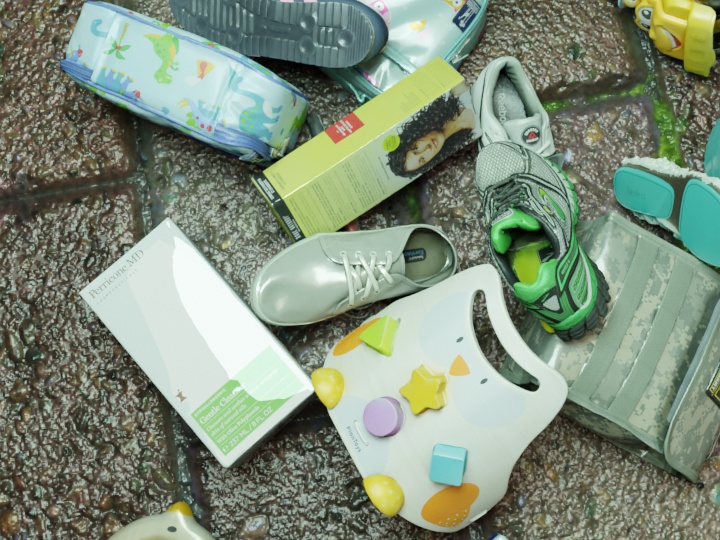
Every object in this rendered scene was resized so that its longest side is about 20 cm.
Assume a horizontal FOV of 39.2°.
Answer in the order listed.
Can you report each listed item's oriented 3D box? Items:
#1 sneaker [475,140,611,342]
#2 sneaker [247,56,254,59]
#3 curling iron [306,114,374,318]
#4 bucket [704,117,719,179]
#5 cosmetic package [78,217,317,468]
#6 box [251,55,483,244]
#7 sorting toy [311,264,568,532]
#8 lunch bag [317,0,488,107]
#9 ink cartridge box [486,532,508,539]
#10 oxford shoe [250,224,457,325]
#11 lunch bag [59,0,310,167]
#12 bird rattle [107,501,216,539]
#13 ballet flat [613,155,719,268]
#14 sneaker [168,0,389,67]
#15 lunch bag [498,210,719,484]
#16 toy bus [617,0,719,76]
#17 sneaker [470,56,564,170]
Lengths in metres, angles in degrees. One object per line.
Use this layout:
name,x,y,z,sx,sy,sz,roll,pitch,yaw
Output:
sneaker,0.137,-0.041,0.818,0.078,0.085,0.200,-37,44,19
sneaker,-0.129,-0.299,0.959,0.078,0.090,0.200,-8,78,1
curling iron,-0.024,-0.053,0.940,0.050,0.026,0.200,-9,79,-9
bucket,0.412,-0.106,0.888,0.207,0.135,0.207,0,80,1
cosmetic package,-0.138,0.065,0.892,0.108,0.085,0.200,-42,83,-5
box,0.008,-0.102,0.894,0.200,0.075,0.050,-34,48,-3
sorting toy,0.071,0.092,0.823,0.180,0.107,0.200,-40,69,27
lunch bag,0.014,-0.245,0.952,0.200,0.077,0.160,37,82,7
ink cartridge box,0.112,0.363,0.853,0.200,0.041,0.200,-40,81,-6
oxford shoe,0.000,0.000,0.882,0.200,0.058,0.075,-14,101,-22
lunch bag,-0.149,-0.161,0.899,0.200,0.161,0.083,23,94,5
bird rattle,-0.166,0.294,0.863,0.200,0.113,0.163,-37,69,7
ballet flat,0.293,-0.058,0.866,0.072,0.200,0.072,-7,116,-16
sneaker,-0.069,-0.220,0.886,0.200,0.082,0.070,20,112,17
lunch bag,0.247,0.070,0.867,0.200,0.118,0.164,29,81,-9
toy bus,0.279,-0.304,0.940,0.192,0.136,0.200,18,82,18
sneaker,0.144,-0.099,0.918,0.074,0.089,0.200,-16,81,-3
